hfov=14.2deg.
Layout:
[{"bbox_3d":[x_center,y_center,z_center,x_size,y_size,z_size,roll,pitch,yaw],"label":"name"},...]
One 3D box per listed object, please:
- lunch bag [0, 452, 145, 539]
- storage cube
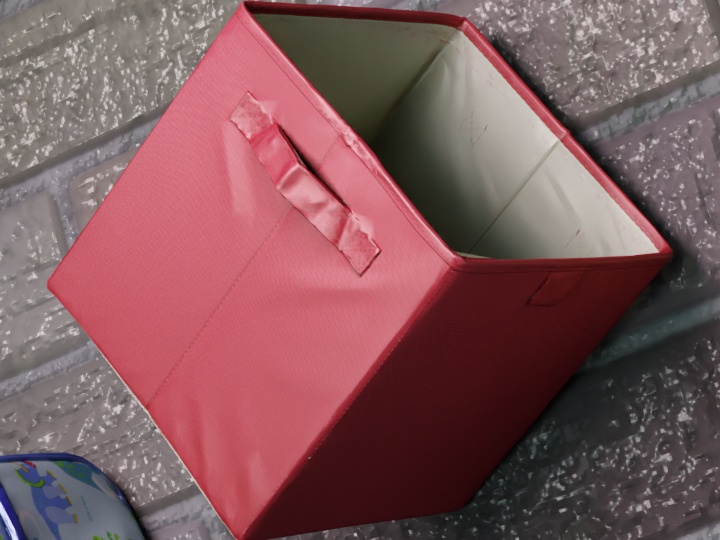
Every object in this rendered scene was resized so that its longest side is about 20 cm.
[{"bbox_3d":[-0.155,0.190,1.433,0.082,0.161,0.200,-36,67,26],"label":"lunch bag"},{"bbox_3d":[0.000,0.000,1.333,0.171,0.200,0.180,50,118,25],"label":"storage cube"}]
